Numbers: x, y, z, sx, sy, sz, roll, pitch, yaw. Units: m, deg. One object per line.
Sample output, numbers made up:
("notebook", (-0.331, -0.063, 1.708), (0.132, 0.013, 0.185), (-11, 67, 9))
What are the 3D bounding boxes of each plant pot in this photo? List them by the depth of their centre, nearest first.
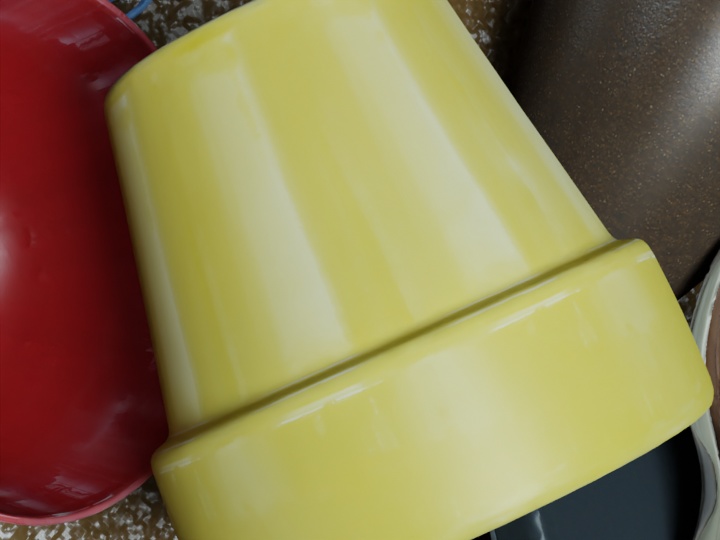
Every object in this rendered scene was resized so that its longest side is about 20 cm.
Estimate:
("plant pot", (0.000, 0.000, 0.653), (0.200, 0.201, 0.190), (-24, 88, -20))
("plant pot", (0.146, -0.090, 0.796), (0.186, 0.187, 0.201), (29, 92, -18))

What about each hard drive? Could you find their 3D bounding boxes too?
("hard drive", (0.118, 0.138, 0.789), (0.139, 0.033, 0.201), (1, 72, -45))

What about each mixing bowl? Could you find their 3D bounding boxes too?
("mixing bowl", (-0.153, -0.006, 0.681), (0.200, 0.108, 0.202), (8, 80, -51))

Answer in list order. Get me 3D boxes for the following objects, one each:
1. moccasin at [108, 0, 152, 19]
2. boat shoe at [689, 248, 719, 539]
("moccasin", (-0.101, -0.135, 0.706), (0.199, 0.080, 0.069), (-2, 62, -53))
("boat shoe", (0.184, 0.078, 0.760), (0.075, 0.072, 0.202), (-9, 100, -39))
